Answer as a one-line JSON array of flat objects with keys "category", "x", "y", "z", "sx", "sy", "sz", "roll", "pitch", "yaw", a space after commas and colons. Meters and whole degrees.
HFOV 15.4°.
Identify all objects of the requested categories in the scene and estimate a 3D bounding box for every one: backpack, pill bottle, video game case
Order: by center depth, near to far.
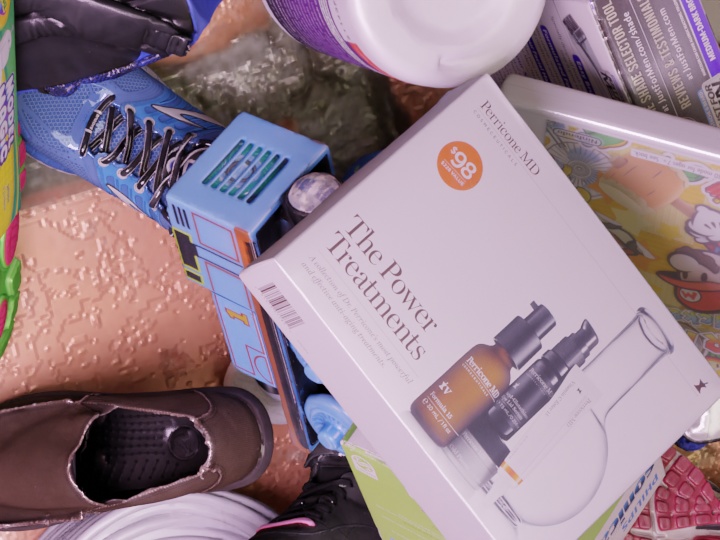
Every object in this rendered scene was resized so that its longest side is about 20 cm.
[{"category": "backpack", "x": -0.177, "y": -0.170, "z": 1.333, "sx": 0.200, "sy": 0.168, "sz": 0.163, "roll": -16, "pitch": 110, "yaw": 18}, {"category": "video game case", "x": 0.162, "y": -0.011, "z": 1.382, "sx": 0.199, "sy": 0.182, "sz": 0.023, "roll": 15, "pitch": 53, "yaw": 10}, {"category": "pill bottle", "x": 0.009, "y": -0.162, "z": 1.386, "sx": 0.111, "sy": 0.200, "sz": 0.112, "roll": -5, "pitch": 103, "yaw": -21}]

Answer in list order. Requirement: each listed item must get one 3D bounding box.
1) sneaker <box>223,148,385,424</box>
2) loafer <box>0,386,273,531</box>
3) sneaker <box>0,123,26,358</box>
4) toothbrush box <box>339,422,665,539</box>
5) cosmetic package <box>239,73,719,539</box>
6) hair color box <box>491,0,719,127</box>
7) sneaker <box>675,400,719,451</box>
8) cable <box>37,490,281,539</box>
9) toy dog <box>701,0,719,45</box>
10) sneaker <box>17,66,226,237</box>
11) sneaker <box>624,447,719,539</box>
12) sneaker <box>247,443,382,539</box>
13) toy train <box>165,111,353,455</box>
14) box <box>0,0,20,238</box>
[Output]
[{"category": "sneaker", "x": 0.000, "y": 0.000, "z": 1.495, "sx": 0.076, "sy": 0.105, "sz": 0.200, "roll": 38, "pitch": 116, "yaw": -21}, {"category": "loafer", "x": -0.149, "y": 0.095, "z": 1.410, "sx": 0.199, "sy": 0.071, "sz": 0.073, "roll": -13, "pitch": 85, "yaw": 16}, {"category": "sneaker", "x": -0.228, "y": -0.002, "z": 1.407, "sx": 0.084, "sy": 0.077, "sz": 0.201, "roll": 14, "pitch": 108, "yaw": 14}, {"category": "toothbrush box", "x": 0.081, "y": 0.101, "z": 1.414, "sx": 0.146, "sy": 0.086, "sz": 0.200, "roll": -54, "pitch": 149, "yaw": -21}, {"category": "cosmetic package", "x": 0.062, "y": 0.030, "z": 1.281, "sx": 0.151, "sy": 0.052, "sz": 0.200, "roll": -42, "pitch": 99, "yaw": -25}, {"category": "hair color box", "x": 0.120, "y": -0.121, "z": 1.439, "sx": 0.065, "sy": 0.200, "sz": 0.110, "roll": -31, "pitch": 111, "yaw": -14}, {"category": "sneaker", "x": 0.199, "y": 0.041, "z": 1.574, "sx": 0.199, "sy": 0.081, "sz": 0.115, "roll": 38, "pitch": 84, "yaw": -26}, {"category": "cable", "x": -0.108, "y": 0.215, "z": 1.497, "sx": 0.199, "sy": 0.069, "sz": 0.201, "roll": 11, "pitch": 97, "yaw": -24}, {"category": "toy dog", "x": 0.196, "y": -0.182, "z": 1.510, "sx": 0.132, "sy": 0.096, "sz": 0.201, "roll": -21, "pitch": 111, "yaw": -29}, {"category": "sneaker", "x": -0.105, "y": -0.065, "z": 1.423, "sx": 0.200, "sy": 0.089, "sz": 0.079, "roll": 27, "pitch": 90, "yaw": -25}, {"category": "sneaker", "x": 0.191, "y": 0.159, "z": 1.606, "sx": 0.200, "sy": 0.075, "sz": 0.081, "roll": 25, "pitch": 73, "yaw": -12}, {"category": "sneaker", "x": -0.022, "y": 0.126, "z": 1.451, "sx": 0.200, "sy": 0.071, "sz": 0.100, "roll": 1, "pitch": 83, "yaw": -57}, {"category": "toy train", "x": -0.027, "y": 0.014, "z": 1.376, "sx": 0.087, "sy": 0.114, "sz": 0.200, "roll": -48, "pitch": 147, "yaw": -26}, {"category": "box", "x": -0.224, "y": -0.107, "z": 1.259, "sx": 0.117, "sy": 0.048, "sz": 0.200, "roll": 14, "pitch": 133, "yaw": 10}]
